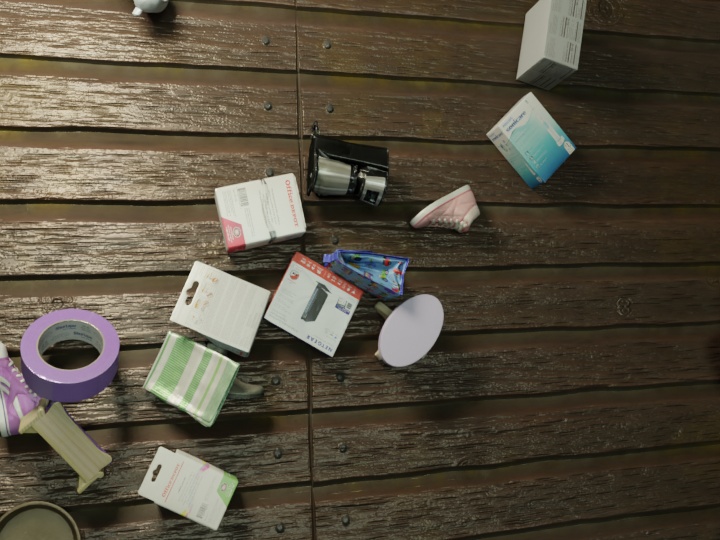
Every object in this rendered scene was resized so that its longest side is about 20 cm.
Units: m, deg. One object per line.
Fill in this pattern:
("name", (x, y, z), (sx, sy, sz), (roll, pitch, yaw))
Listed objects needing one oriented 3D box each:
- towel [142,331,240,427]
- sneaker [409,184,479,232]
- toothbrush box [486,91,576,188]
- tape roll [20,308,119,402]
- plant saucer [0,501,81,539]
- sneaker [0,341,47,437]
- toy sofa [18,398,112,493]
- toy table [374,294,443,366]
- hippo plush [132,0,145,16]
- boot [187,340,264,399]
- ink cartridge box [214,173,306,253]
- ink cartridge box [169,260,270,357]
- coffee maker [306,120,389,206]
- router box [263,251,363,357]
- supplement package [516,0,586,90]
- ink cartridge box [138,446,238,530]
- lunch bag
("towel", (-0.388, 0.244, 1.522), (0.195, 0.023, 0.156), (23, 83, 17))
("sneaker", (0.229, -0.136, 1.743), (0.197, 0.075, 0.107), (-28, 86, -20))
("toothbrush box", (0.466, -0.353, 1.824), (0.146, 0.085, 0.201), (-44, 96, -14))
("tape roll", (-0.622, 0.180, 1.436), (0.194, 0.067, 0.203), (14, 40, -12))
("plant saucer", (-0.705, 0.603, 1.444), (0.193, 0.029, 0.208), (1, 84, -14))
("sneaker", (-0.739, 0.248, 1.458), (0.111, 0.072, 0.208), (-11, 97, -19))
("toy sofa", (-0.628, 0.366, 1.437), (0.097, 0.082, 0.202), (-40, 111, -14))
("toy table", (0.111, 0.149, 1.660), (0.197, 0.117, 0.187), (-33, 92, -16))
("hippo plush", (-0.502, -0.700, 1.570), (0.157, 0.200, 0.163), (-33, 101, 6))
("boot", (-0.317, 0.231, 1.565), (0.193, 0.068, 0.135), (7, 81, -9))
("ink cartridge box", (-0.242, -0.138, 1.617), (0.194, 0.084, 0.150), (-13, 87, -14))
("ink cartridge box", (-0.327, 0.092, 1.572), (0.195, 0.050, 0.166), (22, 63, -7))
("coffee maker", (-0.029, -0.269, 1.662), (0.193, 0.134, 0.199), (8, 81, -14))
("router box", (-0.116, 0.085, 1.644), (0.196, 0.049, 0.183), (29, 77, -10))
("supplement package", (0.522, -0.631, 1.833), (0.107, 0.155, 0.207), (13, 81, -13))
("ink cartridge box", (-0.391, 0.488, 1.518), (0.196, 0.067, 0.120), (29, 78, -11))
("lunch bag", (0.000, 0.000, 1.631), (0.194, 0.150, 0.097), (15, 80, -12))
